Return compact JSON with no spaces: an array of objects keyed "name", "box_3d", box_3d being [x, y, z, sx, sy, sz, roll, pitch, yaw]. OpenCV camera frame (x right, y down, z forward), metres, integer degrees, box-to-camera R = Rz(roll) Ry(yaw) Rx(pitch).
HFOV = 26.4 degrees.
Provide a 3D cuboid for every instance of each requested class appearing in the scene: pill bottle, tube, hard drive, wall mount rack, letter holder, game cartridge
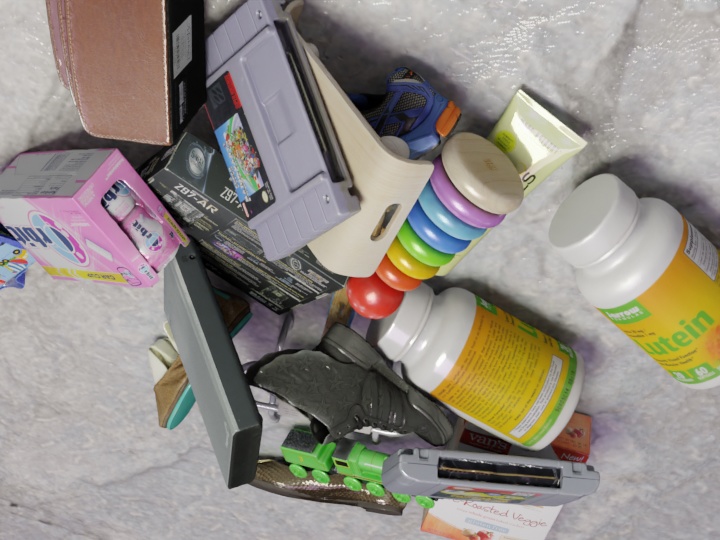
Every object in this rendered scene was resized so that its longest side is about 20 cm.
[{"name":"pill bottle","box_3d":[0.265,0.007,1.377,0.200,0.111,0.111,39,129,-22]},{"name":"pill bottle","box_3d":[0.109,0.085,1.496,0.199,0.112,0.111,29,132,-14]},{"name":"tube","box_3d":[0.115,-0.075,1.392,0.058,0.052,0.200,8,138,-37]},{"name":"hard drive","box_3d":[-0.140,0.089,1.446,0.033,0.201,0.140,-16,154,-16]},{"name":"wall mount rack","box_3d":[-0.032,0.133,1.606,0.198,0.075,0.175,13,131,3]},{"name":"letter holder","box_3d":[-0.209,-0.220,1.262,0.141,0.101,0.201,7,119,9]},{"name":"game cartridge","box_3d":[0.125,0.207,1.530,0.198,0.041,0.133,6,169,-7]},{"name":"game cartridge","box_3d":[-0.076,-0.120,1.300,0.129,0.038,0.201,-28,79,48]}]

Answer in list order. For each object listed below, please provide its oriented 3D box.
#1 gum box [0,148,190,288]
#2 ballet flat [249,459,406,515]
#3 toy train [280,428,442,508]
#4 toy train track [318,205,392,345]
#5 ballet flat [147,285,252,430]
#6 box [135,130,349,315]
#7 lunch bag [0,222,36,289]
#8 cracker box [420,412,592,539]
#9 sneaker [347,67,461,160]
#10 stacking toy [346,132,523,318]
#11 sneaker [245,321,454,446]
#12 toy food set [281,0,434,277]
[{"name":"gum box","box_3d":[-0.255,-0.049,1.426,0.199,0.066,0.114,4,139,51]},{"name":"ballet flat","box_3d":[-0.043,0.236,1.724,0.198,0.047,0.067,8,166,13]},{"name":"toy train","box_3d":[0.002,0.209,1.647,0.199,0.042,0.057,9,138,30]},{"name":"toy train track","box_3d":[0.000,0.000,1.481,0.114,0.032,0.201,35,128,22]},{"name":"ballet flat","box_3d":[-0.181,0.084,1.602,0.072,0.068,0.200,39,131,5]},{"name":"box","box_3d":[-0.117,-0.039,1.432,0.199,0.044,0.160,33,157,-16]},{"name":"lunch bag","box_3d":[-0.422,-0.034,1.540,0.199,0.095,0.150,31,132,-33]},{"name":"cracker box","box_3d":[0.154,0.220,1.650,0.133,0.058,0.201,15,133,-2]},{"name":"sneaker","box_3d":[-0.003,-0.119,1.371,0.199,0.075,0.079,-30,104,31]},{"name":"stacking toy","box_3d":[0.054,-0.028,1.365,0.085,0.086,0.200,32,123,-17]},{"name":"sneaker","box_3d":[-0.008,0.128,1.449,0.200,0.104,0.060,44,164,-20]},{"name":"toy food set","box_3d":[-0.026,-0.112,1.316,0.200,0.060,0.144,54,138,23]}]
